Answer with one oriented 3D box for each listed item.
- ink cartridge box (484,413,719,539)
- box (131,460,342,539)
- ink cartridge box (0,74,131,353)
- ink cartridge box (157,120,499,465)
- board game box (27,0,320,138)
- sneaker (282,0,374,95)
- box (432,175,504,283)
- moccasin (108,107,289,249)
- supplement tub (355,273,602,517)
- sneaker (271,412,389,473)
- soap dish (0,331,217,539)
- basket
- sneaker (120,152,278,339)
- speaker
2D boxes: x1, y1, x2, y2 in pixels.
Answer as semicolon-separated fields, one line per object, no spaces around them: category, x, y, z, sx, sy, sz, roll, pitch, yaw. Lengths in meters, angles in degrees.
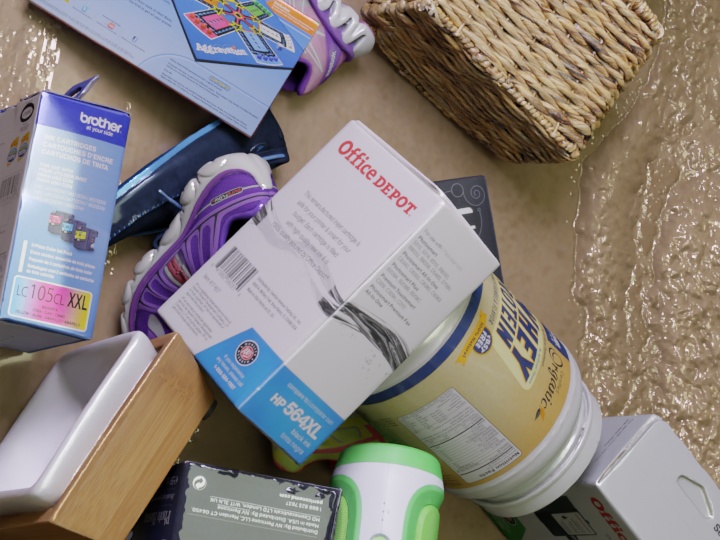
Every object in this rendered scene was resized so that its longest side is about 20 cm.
ink cartridge box;0.199;0.195;1.725;0.083;0.200;0.147;-46;104;-24
box;-0.109;0.248;1.549;0.123;0.200;0.199;11;78;-15
ink cartridge box;-0.234;-0.048;1.565;0.076;0.136;0.200;13;78;-27
ink cartridge box;-0.023;0.012;1.504;0.200;0.146;0.084;-44;129;0
board game box;-0.141;-0.196;1.637;0.200;0.019;0.103;32;99;-3
sneaker;-0.073;-0.209;1.687;0.088;0.080;0.200;-50;129;-8
box;0.000;0.000;1.698;0.200;0.106;0.122;-9;90;-29
moccasin;-0.130;-0.063;1.653;0.200;0.080;0.068;-37;97;-25
supplement tub;0.074;0.079;1.598;0.200;0.144;0.144;44;66;-31
sneaker;0.007;0.121;1.715;0.200;0.078;0.090;2;113;-35
soap dish;-0.192;0.127;1.528;0.081;0.200;0.157;38;68;-15
basket;0.120;-0.202;1.762;0.200;0.143;0.149;42;73;-23
sneaker;-0.116;0.007;1.603;0.081;0.200;0.083;2;39;-34
speaker;0.010;0.227;1.522;0.088;0.088;0.200;17;67;-25
